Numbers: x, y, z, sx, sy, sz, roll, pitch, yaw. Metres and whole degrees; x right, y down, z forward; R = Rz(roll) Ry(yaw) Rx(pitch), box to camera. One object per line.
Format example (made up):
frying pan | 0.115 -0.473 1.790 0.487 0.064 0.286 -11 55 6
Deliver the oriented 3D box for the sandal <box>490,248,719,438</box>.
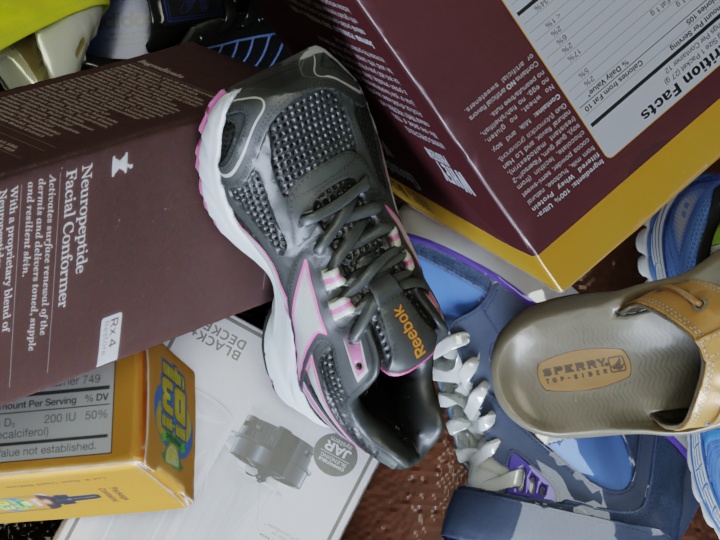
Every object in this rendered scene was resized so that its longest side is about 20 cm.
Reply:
sandal | 0.134 0.031 0.964 0.199 0.054 0.081 -16 92 32

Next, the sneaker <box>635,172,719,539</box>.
sneaker | 0.179 0.051 1.019 0.078 0.089 0.201 -20 85 -11

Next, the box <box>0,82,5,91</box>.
box | -0.264 -0.064 1.000 0.199 0.148 0.105 35 118 -1

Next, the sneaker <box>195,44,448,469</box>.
sneaker | 0.000 0.000 0.951 0.080 0.201 0.086 -35 46 -16

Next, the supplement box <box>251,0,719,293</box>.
supplement box | 0.041 -0.126 0.961 0.133 0.197 0.200 -40 113 -7

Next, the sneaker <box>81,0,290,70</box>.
sneaker | -0.054 -0.120 1.066 0.198 0.078 0.071 -13 87 1

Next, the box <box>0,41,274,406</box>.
box | -0.112 -0.019 0.940 0.075 0.199 0.101 21 117 31

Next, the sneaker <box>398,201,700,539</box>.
sneaker | 0.058 0.082 1.063 0.200 0.081 0.147 41 76 -7

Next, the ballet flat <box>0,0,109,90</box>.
ballet flat | -0.155 -0.085 0.961 0.200 0.067 0.067 -35 91 -46

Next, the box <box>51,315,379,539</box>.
box | -0.076 0.125 1.057 0.116 0.060 0.201 27 82 -3

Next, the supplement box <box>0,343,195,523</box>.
supplement box | -0.173 0.071 1.014 0.198 0.067 0.069 -4 68 15
